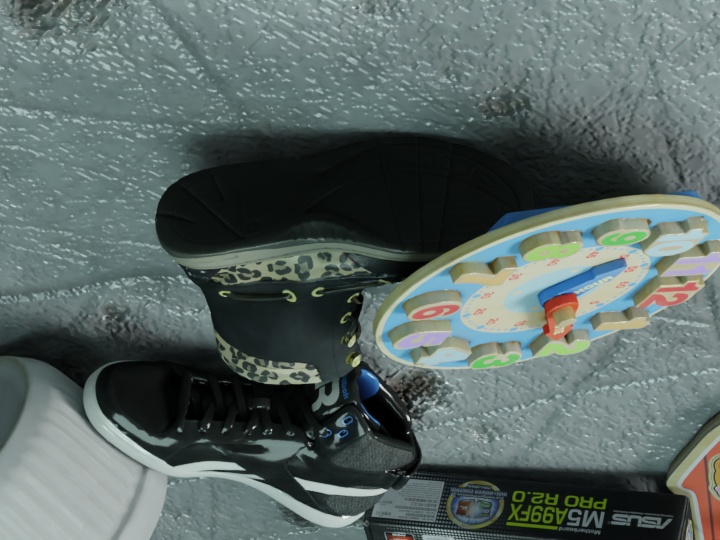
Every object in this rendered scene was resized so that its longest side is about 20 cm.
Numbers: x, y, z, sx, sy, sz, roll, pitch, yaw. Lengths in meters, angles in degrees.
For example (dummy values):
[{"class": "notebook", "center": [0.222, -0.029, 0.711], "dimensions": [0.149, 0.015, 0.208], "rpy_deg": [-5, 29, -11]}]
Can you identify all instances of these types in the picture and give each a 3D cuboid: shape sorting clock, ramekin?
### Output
[{"class": "shape sorting clock", "center": [0.104, 0.011, 1.553], "dimensions": [0.200, 0.039, 0.200], "rpy_deg": [-18, 161, -6]}, {"class": "ramekin", "center": [-0.223, 0.144, 1.735], "dimensions": [0.200, 0.200, 0.105], "rpy_deg": [-22, 123, 35]}]

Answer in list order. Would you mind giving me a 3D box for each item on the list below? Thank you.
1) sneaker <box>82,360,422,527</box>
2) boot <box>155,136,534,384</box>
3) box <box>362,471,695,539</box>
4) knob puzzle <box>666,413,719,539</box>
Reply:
[{"class": "sneaker", "center": [-0.054, 0.079, 1.714], "dimensions": [0.200, 0.073, 0.112], "rpy_deg": [22, 138, -26]}, {"class": "boot", "center": [-0.001, -0.001, 1.601], "dimensions": [0.203, 0.074, 0.154], "rpy_deg": [-4, 149, 7]}, {"class": "box", "center": [0.113, 0.194, 1.818], "dimensions": [0.200, 0.044, 0.160], "rpy_deg": [5, 142, 15]}, {"class": "knob puzzle", "center": [0.280, 0.135, 1.726], "dimensions": [0.219, 0.030, 0.220], "rpy_deg": [7, 142, 6]}]
